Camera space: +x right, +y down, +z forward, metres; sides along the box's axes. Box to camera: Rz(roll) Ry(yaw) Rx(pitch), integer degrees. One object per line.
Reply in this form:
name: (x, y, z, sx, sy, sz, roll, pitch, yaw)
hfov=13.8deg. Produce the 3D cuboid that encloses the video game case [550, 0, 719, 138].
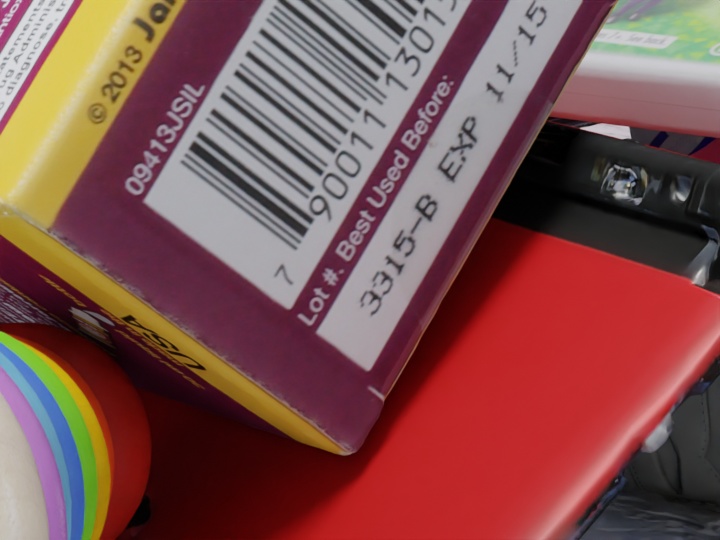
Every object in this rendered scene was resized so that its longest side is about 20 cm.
video game case: (0.114, -0.092, 0.784, 0.182, 0.022, 0.200, -38, 30, -31)

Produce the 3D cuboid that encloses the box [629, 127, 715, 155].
box: (0.188, -0.084, 1.029, 0.184, 0.105, 0.200, 19, 42, -27)

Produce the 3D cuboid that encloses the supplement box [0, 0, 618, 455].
supplement box: (-0.056, -0.050, 0.672, 0.103, 0.131, 0.200, 37, -13, -32)

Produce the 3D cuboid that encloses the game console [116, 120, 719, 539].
game console: (0.046, 0.027, 0.672, 0.172, 0.119, 0.200, 13, 4, -31)

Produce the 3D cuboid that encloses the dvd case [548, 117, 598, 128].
dvd case: (0.040, -0.120, 1.032, 0.149, 0.200, 0.016, -12, -40, 33)

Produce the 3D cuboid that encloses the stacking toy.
stacking toy: (-0.080, 0.043, 0.552, 0.085, 0.085, 0.200, 7, 1, 6)

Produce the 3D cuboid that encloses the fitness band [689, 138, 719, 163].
fitness band: (0.044, -0.069, 0.908, 0.200, 0.037, 0.144, 25, 45, 28)

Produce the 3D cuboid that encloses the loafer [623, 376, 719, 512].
loafer: (0.082, 0.035, 0.765, 0.070, 0.070, 0.200, -33, 30, -27)
